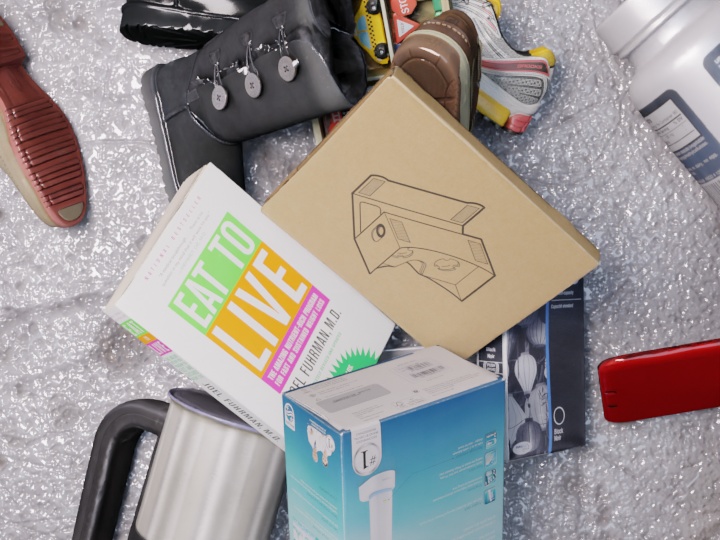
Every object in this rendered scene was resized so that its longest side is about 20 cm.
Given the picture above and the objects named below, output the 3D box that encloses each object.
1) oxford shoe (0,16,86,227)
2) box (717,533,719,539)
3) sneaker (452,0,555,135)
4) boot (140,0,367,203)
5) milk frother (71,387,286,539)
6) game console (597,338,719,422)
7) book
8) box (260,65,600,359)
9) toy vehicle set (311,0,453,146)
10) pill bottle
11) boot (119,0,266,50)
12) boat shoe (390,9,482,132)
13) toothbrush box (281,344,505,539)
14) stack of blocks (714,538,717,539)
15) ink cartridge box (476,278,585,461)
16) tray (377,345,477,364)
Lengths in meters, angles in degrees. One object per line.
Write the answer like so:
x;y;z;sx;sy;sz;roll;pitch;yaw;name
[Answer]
-0.296;-0.120;0.879;0.074;0.070;0.203;-26;91;27;oxford shoe
0.339;0.148;0.798;0.059;0.117;0.202;15;65;35;box
0.070;-0.198;0.854;0.198;0.078;0.083;33;105;-8;sneaker
-0.071;-0.110;0.808;0.198;0.065;0.168;-16;100;36;boot
-0.156;0.192;0.800;0.177;0.200;0.192;16;90;5;milk frother
0.267;0.038;0.801;0.117;0.200;0.175;20;77;20;game console
-0.078;0.037;0.792;0.199;0.048;0.135;40;58;-20;book
0.047;-0.029;0.763;0.199;0.021;0.163;39;129;-14;box
0.023;-0.125;0.831;0.122;0.027;0.203;-6;115;13;toy vehicle set
0.284;-0.145;0.832;0.119;0.120;0.201;-40;90;1;pill bottle
-0.105;-0.264;0.867;0.194;0.073;0.166;7;84;-1;boot
0.055;-0.100;0.782;0.074;0.204;0.075;24;51;9;boat shoe
0.027;0.176;0.774;0.144;0.085;0.204;-14;111;-31;toothbrush box
0.369;0.256;0.860;0.197;0.059;0.117;-27;89;1;stack of blocks
0.137;0.045;0.850;0.098;0.039;0.205;-3;90;-39;ink cartridge box
0.059;0.164;0.884;0.105;0.022;0.204;-5;90;2;tray
